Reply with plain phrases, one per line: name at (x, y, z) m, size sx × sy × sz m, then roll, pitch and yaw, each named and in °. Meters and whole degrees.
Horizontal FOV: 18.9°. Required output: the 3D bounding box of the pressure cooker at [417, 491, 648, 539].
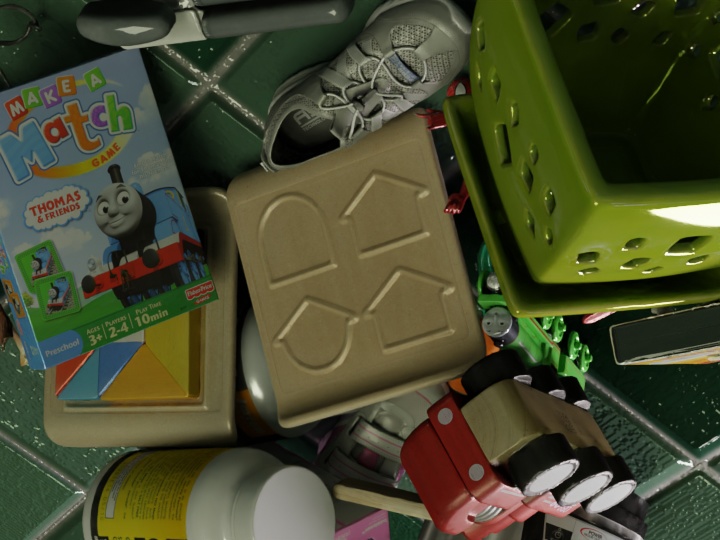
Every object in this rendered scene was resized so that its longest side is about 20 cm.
pressure cooker at (0.132, 0.214, 1.714) m, size 0.178 × 0.201 × 0.176 m, roll 18°, pitch 168°, yaw 18°

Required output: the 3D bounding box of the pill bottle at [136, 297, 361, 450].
pill bottle at (-0.094, 0.082, 1.736) m, size 0.199 × 0.117 × 0.117 m, roll -12°, pitch 125°, yaw 31°

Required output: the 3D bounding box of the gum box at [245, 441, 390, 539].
gum box at (-0.053, 0.220, 1.755) m, size 0.199 × 0.066 × 0.114 m, roll 24°, pitch 128°, yaw 47°

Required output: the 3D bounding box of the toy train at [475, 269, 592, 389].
toy train at (0.129, 0.054, 1.609) m, size 0.041 × 0.057 × 0.200 m, roll 1°, pitch 160°, yaw 23°

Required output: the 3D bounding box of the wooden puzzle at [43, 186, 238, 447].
wooden puzzle at (-0.178, 0.039, 1.699) m, size 0.184 × 0.037 × 0.202 m, roll -3°, pitch 87°, yaw 30°

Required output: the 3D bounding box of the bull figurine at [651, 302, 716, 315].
bull figurine at (0.201, -0.029, 1.538) m, size 0.199 × 0.065 × 0.122 m, roll 8°, pitch 111°, yaw 26°

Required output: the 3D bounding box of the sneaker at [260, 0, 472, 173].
sneaker at (0.005, -0.123, 1.528) m, size 0.075 × 0.082 × 0.200 m, roll 41°, pitch 133°, yaw -17°

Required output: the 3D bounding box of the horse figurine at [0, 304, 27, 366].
horse figurine at (-0.359, 0.043, 1.846) m, size 0.199 × 0.050 × 0.133 m, roll -19°, pitch 105°, yaw 44°

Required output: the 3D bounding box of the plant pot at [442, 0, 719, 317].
plant pot at (0.171, -0.081, 1.385) m, size 0.198 × 0.201 × 0.182 m, roll -5°, pitch 149°, yaw -23°

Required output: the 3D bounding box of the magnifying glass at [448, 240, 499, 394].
magnifying glass at (0.112, 0.028, 1.671) m, size 0.079 × 0.022 × 0.201 m, roll 24°, pitch 134°, yaw -1°

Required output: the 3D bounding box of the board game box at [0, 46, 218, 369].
board game box at (-0.203, -0.047, 1.591) m, size 0.037 × 0.151 × 0.201 m, roll -2°, pitch 108°, yaw 61°

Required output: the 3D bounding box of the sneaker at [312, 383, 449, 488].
sneaker at (0.011, 0.147, 1.772) m, size 0.081 × 0.088 × 0.200 m, roll 26°, pitch 135°, yaw -2°

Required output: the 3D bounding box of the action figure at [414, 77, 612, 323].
action figure at (0.099, -0.052, 1.493) m, size 0.201 × 0.098 × 0.065 m, roll 58°, pitch 147°, yaw 24°

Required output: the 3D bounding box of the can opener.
can opener at (-0.102, -0.183, 1.534) m, size 0.199 × 0.067 × 0.053 m, roll -6°, pitch 127°, yaw 21°

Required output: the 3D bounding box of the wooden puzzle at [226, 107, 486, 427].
wooden puzzle at (0.000, 0.000, 1.601) m, size 0.184 × 0.046 × 0.201 m, roll -18°, pitch 78°, yaw 30°

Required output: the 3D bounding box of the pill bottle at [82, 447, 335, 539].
pill bottle at (-0.116, 0.193, 1.666) m, size 0.199 × 0.113 × 0.113 m, roll -7°, pitch 130°, yaw 47°

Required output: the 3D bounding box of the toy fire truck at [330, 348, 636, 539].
toy fire truck at (0.070, 0.148, 1.572) m, size 0.200 × 0.129 × 0.176 m, roll -37°, pitch 154°, yaw 16°

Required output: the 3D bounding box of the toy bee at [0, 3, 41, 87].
toy bee at (-0.270, -0.087, 1.641) m, size 0.130 × 0.109 × 0.200 m, roll -22°, pitch 149°, yaw -2°

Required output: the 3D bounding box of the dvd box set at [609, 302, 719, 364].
dvd box set at (0.274, 0.040, 1.504) m, size 0.145 × 0.200 × 0.030 m, roll -13°, pitch 82°, yaw 24°
